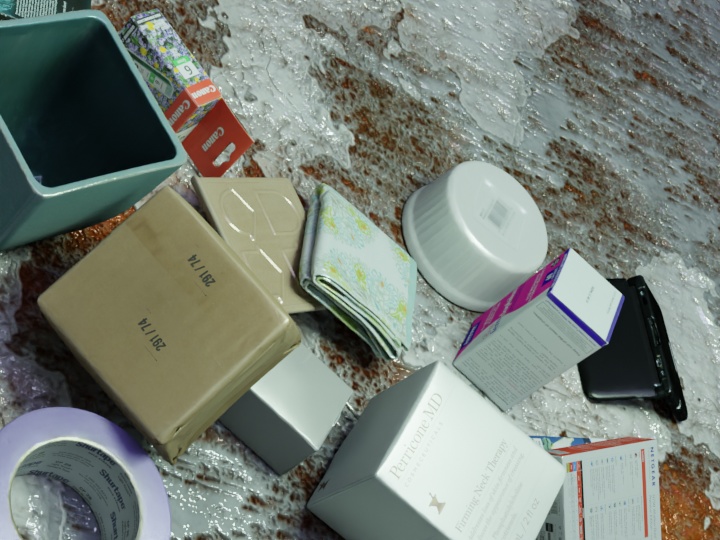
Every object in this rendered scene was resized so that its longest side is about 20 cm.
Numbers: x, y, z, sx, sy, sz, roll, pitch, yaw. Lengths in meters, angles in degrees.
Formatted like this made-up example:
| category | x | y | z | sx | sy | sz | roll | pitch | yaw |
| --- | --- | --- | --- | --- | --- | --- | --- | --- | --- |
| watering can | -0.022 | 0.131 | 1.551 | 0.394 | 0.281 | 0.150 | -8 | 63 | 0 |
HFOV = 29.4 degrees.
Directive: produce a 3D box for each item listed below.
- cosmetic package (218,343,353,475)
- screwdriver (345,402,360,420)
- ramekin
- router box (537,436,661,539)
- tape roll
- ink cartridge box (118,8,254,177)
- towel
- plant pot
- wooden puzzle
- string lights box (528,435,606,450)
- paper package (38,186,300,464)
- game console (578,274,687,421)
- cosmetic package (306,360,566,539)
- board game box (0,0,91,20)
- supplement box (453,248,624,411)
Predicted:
| category | x | y | z | sx | sy | sz | roll | pitch | yaw |
| --- | --- | --- | --- | --- | --- | --- | --- | --- | --- |
| cosmetic package | -0.117 | 0.118 | 1.524 | 0.200 | 0.090 | 0.107 | 46 | 43 | -8 |
| screwdriver | 0.015 | 0.191 | 1.622 | 0.201 | 0.029 | 0.028 | 54 | 41 | -4 |
| ramekin | 0.164 | -0.053 | 1.885 | 0.199 | 0.098 | 0.202 | 23 | 48 | -28 |
| router box | 0.296 | 0.316 | 1.695 | 0.178 | 0.049 | 0.202 | -2 | 90 | -39 |
| tape roll | -0.284 | 0.236 | 1.289 | 0.199 | 0.085 | 0.201 | 24 | 47 | -28 |
| ink cartridge box | -0.226 | -0.199 | 1.640 | 0.201 | 0.109 | 0.050 | 53 | 41 | 4 |
| towel | 0.000 | 0.000 | 1.701 | 0.171 | 0.048 | 0.201 | 44 | 28 | -25 |
| plant pot | -0.339 | -0.122 | 1.416 | 0.196 | 0.200 | 0.197 | -20 | 74 | -47 |
| wooden puzzle | -0.114 | -0.026 | 1.652 | 0.199 | 0.046 | 0.186 | -1 | 61 | -56 |
| string lights box | 0.241 | 0.268 | 1.746 | 0.199 | 0.059 | 0.103 | 7 | 57 | -38 |
| paper package | -0.192 | 0.054 | 1.391 | 0.190 | 0.104 | 0.200 | -42 | 76 | -11 |
| game console | 0.390 | 0.119 | 2.019 | 0.176 | 0.116 | 0.201 | 47 | 30 | -53 |
| cosmetic package | 0.084 | 0.243 | 1.524 | 0.200 | 0.166 | 0.168 | 40 | 56 | -10 |
| board game box | -0.393 | -0.362 | 1.674 | 0.135 | 0.028 | 0.201 | 20 | 50 | -30 |
| supplement box | 0.228 | 0.079 | 1.768 | 0.103 | 0.200 | 0.101 | 41 | 41 | -8 |
